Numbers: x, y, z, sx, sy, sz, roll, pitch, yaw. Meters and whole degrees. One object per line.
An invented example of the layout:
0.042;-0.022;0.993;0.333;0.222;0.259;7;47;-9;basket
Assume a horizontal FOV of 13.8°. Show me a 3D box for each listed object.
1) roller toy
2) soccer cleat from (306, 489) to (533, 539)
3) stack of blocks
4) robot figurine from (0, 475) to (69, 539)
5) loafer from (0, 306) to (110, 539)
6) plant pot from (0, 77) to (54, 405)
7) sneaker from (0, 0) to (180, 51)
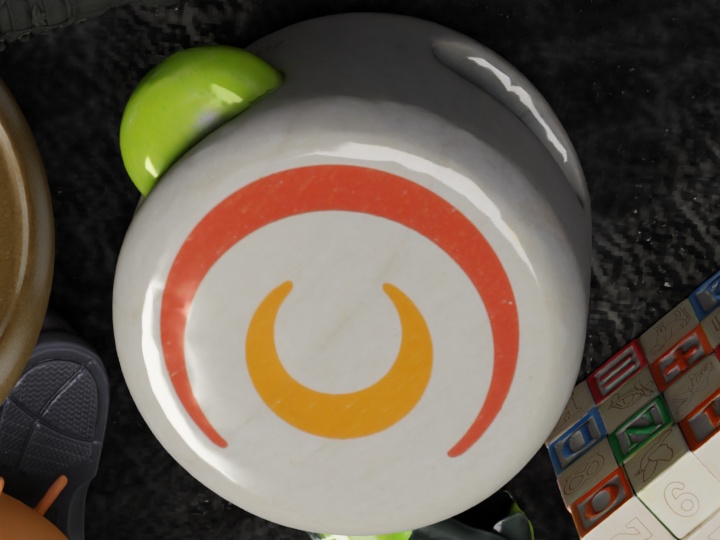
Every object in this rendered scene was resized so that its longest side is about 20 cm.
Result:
0.000;0.000;1.173;0.181;0.140;0.201;3;114;4;roller toy
0.052;0.147;1.279;0.081;0.068;0.200;-35;110;-1;soccer cleat
0.174;0.042;1.221;0.200;0.115;0.059;-41;110;10;stack of blocks
-0.175;0.167;1.159;0.143;0.117;0.201;27;94;-33;robot figurine
-0.153;0.104;1.249;0.071;0.063;0.201;6;117;-27;loafer
-0.198;-0.018;1.111;0.199;0.027;0.201;6;79;-33;plant pot
-0.158;-0.096;1.091;0.199;0.060;0.105;10;111;-38;sneaker
